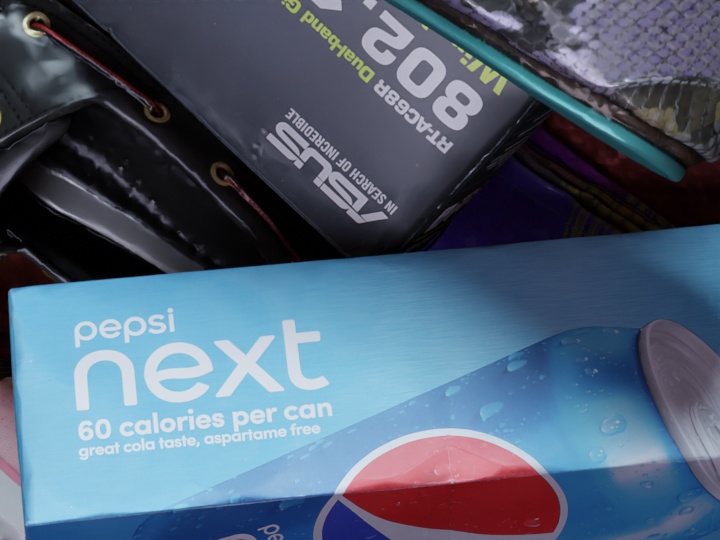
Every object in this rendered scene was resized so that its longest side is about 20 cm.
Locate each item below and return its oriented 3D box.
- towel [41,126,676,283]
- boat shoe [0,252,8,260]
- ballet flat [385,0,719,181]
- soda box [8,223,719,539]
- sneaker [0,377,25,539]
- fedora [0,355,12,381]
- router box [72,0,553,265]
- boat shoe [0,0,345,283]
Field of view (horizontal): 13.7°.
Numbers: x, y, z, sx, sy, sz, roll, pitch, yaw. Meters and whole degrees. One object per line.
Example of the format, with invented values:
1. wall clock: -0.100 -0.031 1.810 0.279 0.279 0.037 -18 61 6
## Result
1. towel: 0.000 0.000 0.830 0.200 0.023 0.144 35 130 10
2. boat shoe: -0.172 -0.006 0.893 0.200 0.073 0.062 3 82 39
3. ballet flat: 0.001 -0.090 0.661 0.200 0.072 0.072 27 129 12
4. soda box: 0.018 0.039 0.729 0.200 0.068 0.064 -6 147 -4
5. sneaker: -0.096 0.064 0.870 0.200 0.105 0.075 30 119 8
6. fedora: -0.148 0.112 0.928 0.200 0.177 0.090 34 164 -11
7. router box: -0.014 -0.119 0.723 0.200 0.062 0.150 43 123 2
8. boat shoe: -0.085 -0.043 0.781 0.201 0.063 0.074 35 133 -2
